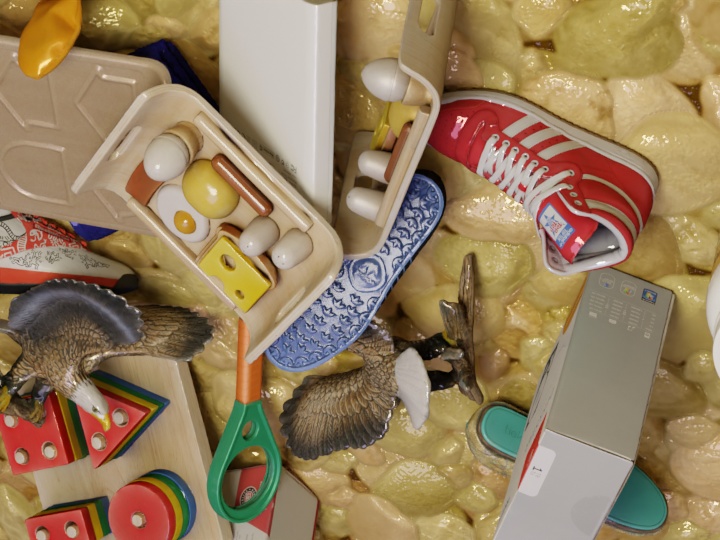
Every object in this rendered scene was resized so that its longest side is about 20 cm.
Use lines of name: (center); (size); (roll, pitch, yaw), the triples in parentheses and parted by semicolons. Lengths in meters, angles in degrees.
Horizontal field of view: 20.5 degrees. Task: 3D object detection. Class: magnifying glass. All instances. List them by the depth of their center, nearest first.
magnifying glass: (-0.104, 0.137, 1.823); (0.022, 0.079, 0.202); (24, 118, 41)

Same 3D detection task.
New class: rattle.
rattle: (-0.257, -0.272, 1.495); (0.129, 0.143, 0.201); (23, 143, 25)

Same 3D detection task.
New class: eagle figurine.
eagle figurine: (0.004, 0.077, 1.705); (0.198, 0.153, 0.151); (-1, 151, 14)
eagle figurine: (-0.247, 0.069, 1.763); (0.200, 0.152, 0.151); (-40, 109, 18)

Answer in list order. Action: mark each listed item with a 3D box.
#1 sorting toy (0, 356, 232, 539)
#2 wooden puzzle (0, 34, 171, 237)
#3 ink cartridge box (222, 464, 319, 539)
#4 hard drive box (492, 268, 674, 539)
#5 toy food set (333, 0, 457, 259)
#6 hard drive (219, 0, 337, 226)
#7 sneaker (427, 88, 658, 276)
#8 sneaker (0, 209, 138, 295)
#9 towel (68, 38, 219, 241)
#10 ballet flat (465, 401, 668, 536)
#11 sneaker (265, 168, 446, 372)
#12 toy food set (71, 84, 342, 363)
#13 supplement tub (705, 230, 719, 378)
sorting toy: (-0.241, 0.182, 1.870); (0.197, 0.069, 0.202); (-12, 95, 29)
wooden puzzle: (-0.230, -0.115, 1.620); (0.198, 0.046, 0.186); (14, 136, 15)
ink cartridge box: (-0.150, 0.280, 1.926); (0.198, 0.148, 0.083); (-12, 143, 30)
hard drive box: (0.183, 0.121, 1.632); (0.076, 0.201, 0.157); (20, 133, 1)
toy food set: (0.019, -0.125, 1.510); (0.060, 0.144, 0.201); (17, 135, -6)
hard drive: (-0.066, -0.132, 1.542); (0.132, 0.027, 0.202); (33, 131, 44)
sneaker: (0.130, -0.067, 1.545); (0.198, 0.113, 0.072); (19, 134, 3)
sneaker: (-0.290, -0.033, 1.761); (0.200, 0.109, 0.067); (3, 166, -29)
towel: (-0.198, -0.111, 1.677); (0.199, 0.050, 0.148); (-18, 125, 34)
ballet flat: (0.182, 0.180, 1.785); (0.199, 0.071, 0.071); (28, 134, -6)
sneaker: (0.000, 0.000, 1.621); (0.070, 0.078, 0.200); (43, 99, 0)
toy food set: (-0.121, -0.032, 1.533); (0.200, 0.060, 0.144); (45, 136, 0)
supplement tub: (0.333, -0.001, 1.468); (0.143, 0.201, 0.145); (10, 133, 11)
